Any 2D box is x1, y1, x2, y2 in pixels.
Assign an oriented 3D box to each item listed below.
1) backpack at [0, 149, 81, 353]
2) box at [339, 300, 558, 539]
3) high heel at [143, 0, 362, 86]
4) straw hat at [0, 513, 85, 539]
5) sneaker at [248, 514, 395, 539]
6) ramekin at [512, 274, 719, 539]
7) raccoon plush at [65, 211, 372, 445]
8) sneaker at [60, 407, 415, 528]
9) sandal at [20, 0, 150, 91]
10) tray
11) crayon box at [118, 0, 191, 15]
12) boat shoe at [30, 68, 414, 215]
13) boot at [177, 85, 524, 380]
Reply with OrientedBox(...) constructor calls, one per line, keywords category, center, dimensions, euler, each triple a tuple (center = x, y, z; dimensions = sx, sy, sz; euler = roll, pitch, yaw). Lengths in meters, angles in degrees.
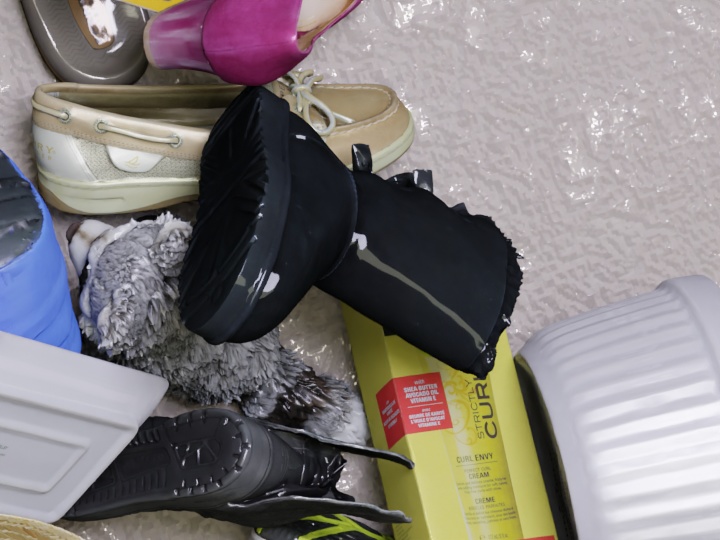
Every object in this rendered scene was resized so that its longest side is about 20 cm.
OrientedBox(category="backpack", center=(-0.239, 0.029, 1.141), dimensions=(0.200, 0.163, 0.168), euler=(-29, 137, -16))
OrientedBox(category="box", center=(0.046, 0.082, 1.232), dimensions=(0.075, 0.050, 0.200), euler=(-4, 69, -21))
OrientedBox(category="high heel", center=(-0.015, -0.146, 1.195), dimensions=(0.200, 0.096, 0.067), euler=(-29, 115, -46))
OrientedBox(category="straw hat", center=(-0.193, 0.192, 1.187), dimensions=(0.201, 0.085, 0.201), euler=(-6, 114, -15))
OrientedBox(category="sneaker", center=(0.027, 0.188, 1.263), dimensions=(0.200, 0.075, 0.077), euler=(20, 103, -9))
OrientedBox(category="ramekin", center=(0.147, 0.109, 1.225), dimensions=(0.105, 0.200, 0.201), euler=(-10, 93, -5))
OrientedBox(category="raccoon plush", center=(-0.062, 0.028, 1.198), dimensions=(0.200, 0.134, 0.097), euler=(18, 86, -14))
OrientedBox(category="sneaker", center=(-0.080, 0.104, 1.205), dimensions=(0.104, 0.200, 0.060), euler=(22, 68, -52))
OrientedBox(category="sandal", center=(-0.166, -0.184, 1.213), dimensions=(0.082, 0.055, 0.200), euler=(-24, 96, -13))
OrientedBox(category="tray", center=(-0.177, 0.077, 1.090), dimensions=(0.107, 0.200, 0.022), euler=(-47, 57, 15))
OrientedBox(category="crayon box", center=(-0.107, -0.227, 1.193), dimensions=(0.126, 0.052, 0.200), euler=(12, 82, -52))
OrientedBox(category="boat shoe", center=(-0.070, -0.077, 1.223), dimensions=(0.200, 0.073, 0.063), euler=(-6, 122, -8))
OrientedBox(category="boot", center=(-0.001, 0.001, 1.129), dimensions=(0.162, 0.198, 0.073), euler=(33, 116, -18))
